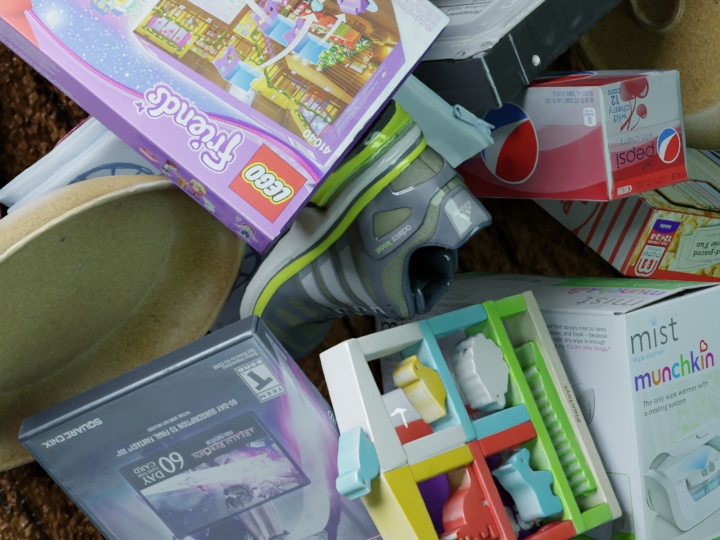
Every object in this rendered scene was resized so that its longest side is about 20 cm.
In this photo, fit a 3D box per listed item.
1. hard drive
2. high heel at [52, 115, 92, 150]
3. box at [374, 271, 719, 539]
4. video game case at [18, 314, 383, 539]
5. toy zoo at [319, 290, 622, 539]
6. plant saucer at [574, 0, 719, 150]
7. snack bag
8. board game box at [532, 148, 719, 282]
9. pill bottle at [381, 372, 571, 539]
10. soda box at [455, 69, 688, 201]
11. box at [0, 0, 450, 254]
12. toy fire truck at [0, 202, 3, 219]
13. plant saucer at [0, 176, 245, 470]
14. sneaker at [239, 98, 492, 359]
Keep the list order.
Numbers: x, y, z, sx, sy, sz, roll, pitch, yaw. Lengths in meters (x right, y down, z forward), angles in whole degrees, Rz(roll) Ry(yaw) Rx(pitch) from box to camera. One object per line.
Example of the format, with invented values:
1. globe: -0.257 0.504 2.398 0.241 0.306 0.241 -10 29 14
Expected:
1. hard drive: 0.077 -0.151 1.347 0.200 0.139 0.038 -42 119 -36
2. high heel: -0.066 -0.100 1.215 0.096 0.068 0.200 15 126 -48
3. box: 0.111 0.095 1.360 0.096 0.200 0.177 -13 100 -41
4. video game case: -0.054 0.121 1.181 0.200 0.142 0.019 53 27 -26
5. toy zoo: 0.050 0.087 1.188 0.200 0.020 0.132 -15 81 -53
6. plant saucer: 0.184 -0.165 1.409 0.035 0.200 0.201 -21 106 -41
7. snack bag: -0.055 -0.054 1.217 0.188 0.200 0.021 33 27 -48
8. board game box: 0.190 -0.045 1.454 0.199 0.151 0.046 7 116 -41
9. pill bottle: 0.060 0.160 1.267 0.112 0.112 0.201 -9 76 -41
10. soda box: 0.085 -0.076 1.326 0.070 0.200 0.064 -15 102 -39
11. box: -0.078 -0.124 1.093 0.200 0.039 0.137 40 76 -2
12. toy fire truck: -0.235 -0.094 1.120 0.168 0.112 0.201 -27 112 -63
13. plant saucer: -0.148 0.019 1.165 0.200 0.035 0.200 -32 154 -18
14. sneaker: 0.000 0.000 1.192 0.081 0.200 0.074 42 58 5
